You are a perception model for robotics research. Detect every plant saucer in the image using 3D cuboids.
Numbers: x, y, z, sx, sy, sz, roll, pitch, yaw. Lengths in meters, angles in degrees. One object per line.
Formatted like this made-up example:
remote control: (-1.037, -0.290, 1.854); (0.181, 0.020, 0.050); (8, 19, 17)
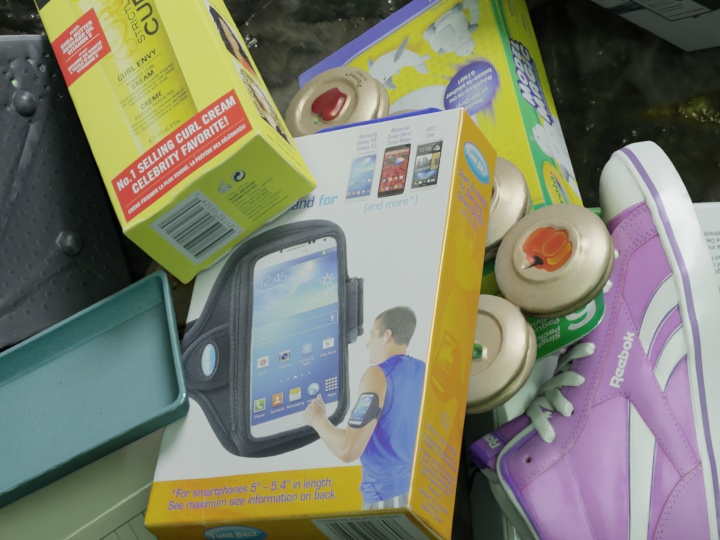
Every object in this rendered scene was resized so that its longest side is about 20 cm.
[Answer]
plant saucer: (-0.156, 0.072, 0.734); (0.199, 0.019, 0.070); (-26, 49, 14)

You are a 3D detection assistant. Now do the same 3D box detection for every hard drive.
hard drive: (-0.199, -0.022, 0.741); (0.199, 0.042, 0.136); (-19, 91, -43)

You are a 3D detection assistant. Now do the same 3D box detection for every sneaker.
sneaker: (0.100, 0.043, 0.777); (0.114, 0.073, 0.202); (-6, 75, -1)

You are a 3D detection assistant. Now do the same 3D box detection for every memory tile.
memory tile: (0.000, 0.000, 0.757); (0.153, 0.017, 0.200); (-49, 49, -6)

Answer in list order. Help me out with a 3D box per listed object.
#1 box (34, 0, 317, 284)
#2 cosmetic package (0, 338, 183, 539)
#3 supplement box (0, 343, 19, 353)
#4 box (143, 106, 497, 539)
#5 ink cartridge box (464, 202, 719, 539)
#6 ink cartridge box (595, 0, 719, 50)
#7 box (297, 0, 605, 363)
box: (-0.090, -0.092, 0.774); (0.075, 0.050, 0.201); (-34, 51, 11)
cosmetic package: (-0.095, 0.109, 0.799); (0.199, 0.106, 0.071); (-31, 43, -13)
supplement box: (-0.246, 0.072, 0.814); (0.200, 0.061, 0.109); (-35, 85, -12)
box: (-0.012, 0.015, 0.718); (0.118, 0.041, 0.201); (-8, 59, 28)
ink cartridge box: (0.125, 0.075, 0.852); (0.146, 0.083, 0.201); (-2, 78, -8)
ink cartridge box: (0.142, -0.204, 0.846); (0.083, 0.200, 0.148); (-7, 77, 37)
box: (0.038, -0.035, 0.811); (0.117, 0.048, 0.201); (-31, 50, 24)
